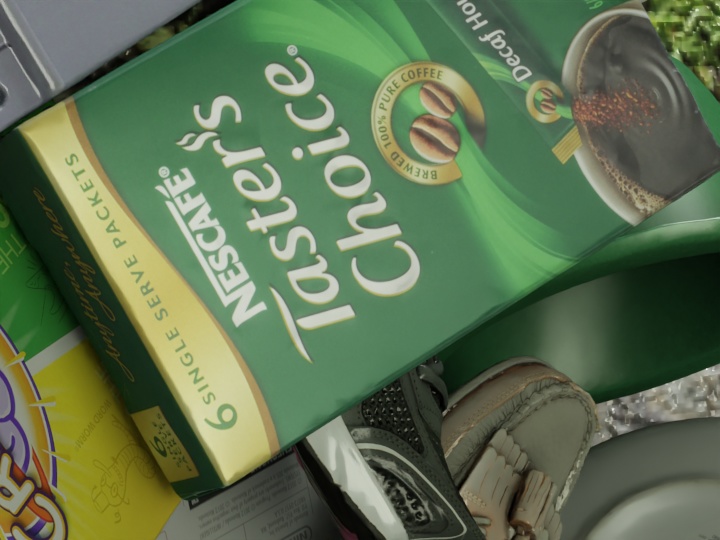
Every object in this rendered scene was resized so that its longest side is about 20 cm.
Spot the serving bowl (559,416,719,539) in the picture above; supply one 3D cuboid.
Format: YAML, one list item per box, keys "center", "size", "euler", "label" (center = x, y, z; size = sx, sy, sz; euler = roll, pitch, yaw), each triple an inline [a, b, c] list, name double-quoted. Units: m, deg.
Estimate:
- center: [0.118, 0.124, 1.014]
  size: [0.200, 0.200, 0.066]
  euler: [-46, 144, -25]
  label: "serving bowl"

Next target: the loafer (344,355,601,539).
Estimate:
- center: [0.020, 0.115, 0.970]
  size: [0.200, 0.063, 0.072]
  euler: [-48, 126, -17]
  label: "loafer"

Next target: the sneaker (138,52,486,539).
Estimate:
- center: [0.000, 0.000, 0.941]
  size: [0.086, 0.080, 0.200]
  euler: [-24, 73, -3]
  label: "sneaker"

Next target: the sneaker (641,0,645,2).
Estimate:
- center: [0.056, -0.122, 1.049]
  size: [0.200, 0.099, 0.078]
  euler: [-18, 95, -31]
  label: "sneaker"

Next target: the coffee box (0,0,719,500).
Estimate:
- center: [0.002, -0.033, 0.882]
  size: [0.200, 0.044, 0.123]
  euler: [-30, 94, -24]
  label: "coffee box"

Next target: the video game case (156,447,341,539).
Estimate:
- center: [-0.075, 0.139, 0.959]
  size: [0.200, 0.023, 0.182]
  euler: [-27, 113, -42]
  label: "video game case"

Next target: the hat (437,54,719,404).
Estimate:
- center: [0.077, -0.062, 1.042]
  size: [0.165, 0.200, 0.176]
  euler: [7, 62, -48]
  label: "hat"

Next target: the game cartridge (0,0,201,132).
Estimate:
- center: [-0.082, -0.133, 0.873]
  size: [0.200, 0.038, 0.130]
  euler: [-38, 106, -36]
  label: "game cartridge"

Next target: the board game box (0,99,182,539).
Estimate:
- center: [-0.121, 0.037, 0.839]
  size: [0.153, 0.040, 0.200]
  euler: [54, 37, -18]
  label: "board game box"
